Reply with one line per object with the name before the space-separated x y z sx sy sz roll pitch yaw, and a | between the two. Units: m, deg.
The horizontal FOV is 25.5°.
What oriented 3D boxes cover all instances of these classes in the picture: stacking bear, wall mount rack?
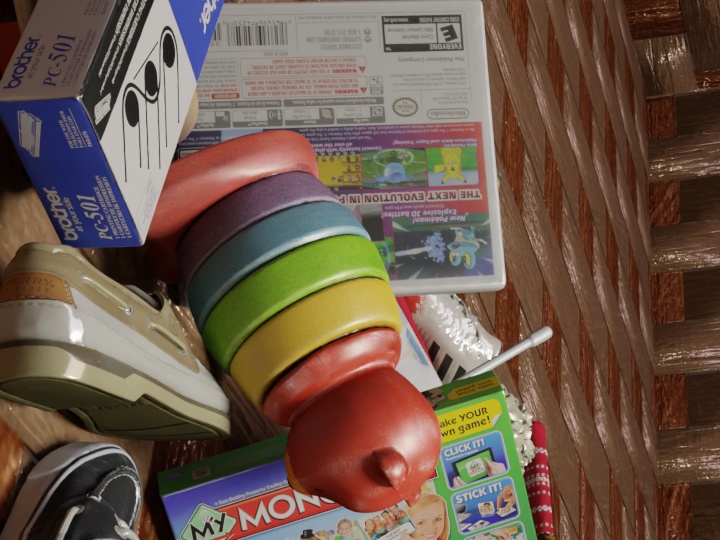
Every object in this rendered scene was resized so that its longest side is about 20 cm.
stacking bear | -0.029 0.036 0.839 0.201 0.113 0.122 60 -6 19
wall mount rack | 0.055 0.030 1.146 0.201 0.074 0.174 62 28 -1

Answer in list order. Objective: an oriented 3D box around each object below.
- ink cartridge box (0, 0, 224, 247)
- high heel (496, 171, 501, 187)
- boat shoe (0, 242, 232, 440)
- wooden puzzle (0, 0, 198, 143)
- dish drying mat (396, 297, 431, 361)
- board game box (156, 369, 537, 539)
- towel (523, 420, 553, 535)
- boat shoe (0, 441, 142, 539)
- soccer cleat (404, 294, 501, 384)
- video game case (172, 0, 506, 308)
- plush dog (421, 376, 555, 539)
ink cartridge box | -0.112 -0.115 0.761 0.094 0.044 0.201 74 21 -46
high heel | 0.000 0.000 1.005 0.071 0.199 0.143 142 -58 -76
boat shoe | -0.114 0.041 0.786 0.200 0.074 0.069 46 41 -67
wooden puzzle | -0.144 -0.148 0.816 0.185 0.046 0.201 -43 130 -69
dish drying mat | 0.027 0.040 1.288 0.077 0.018 0.200 49 -12 39
board game box | -0.002 0.148 0.911 0.029 0.199 0.135 -115 -171 -64
towel | 0.083 0.215 1.087 0.022 0.144 0.201 23 49 -32
boat shoe | -0.128 0.137 0.712 0.200 0.067 0.072 -55 136 -66
soccer cleat | 0.078 0.052 1.398 0.069 0.085 0.201 -75 155 -59
video game case | -0.016 -0.073 0.966 0.023 0.199 0.183 144 -58 -76
plush dog | 0.032 0.173 1.009 0.160 0.199 0.173 46 21 -88
